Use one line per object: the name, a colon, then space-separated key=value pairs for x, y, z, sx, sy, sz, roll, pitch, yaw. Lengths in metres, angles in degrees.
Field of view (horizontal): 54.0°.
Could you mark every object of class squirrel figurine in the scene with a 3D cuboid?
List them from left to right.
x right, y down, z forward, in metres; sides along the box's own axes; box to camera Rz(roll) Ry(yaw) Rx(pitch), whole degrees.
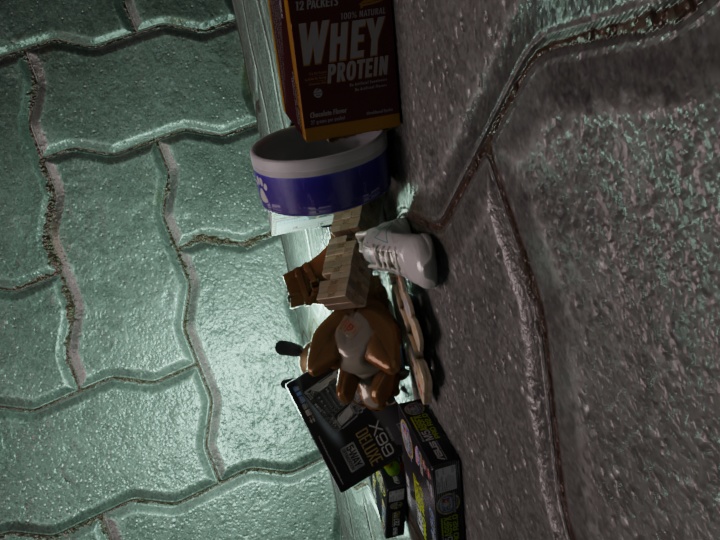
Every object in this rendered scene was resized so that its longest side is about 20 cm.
squirrel figurine: x=0.016 y=0.116 z=1.093 sx=0.187 sy=0.139 sz=0.204 roll=57 pitch=-153 yaw=-52

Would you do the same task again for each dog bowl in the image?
dog bowl: x=-0.055 y=-0.152 z=1.010 sx=0.201 sy=0.196 sz=0.080 roll=-122 pitch=20 yaw=-62

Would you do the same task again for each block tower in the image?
block tower: x=-0.013 y=-0.037 z=1.044 sx=0.054 sy=0.057 sz=0.204 roll=43 pitch=-131 yaw=-45

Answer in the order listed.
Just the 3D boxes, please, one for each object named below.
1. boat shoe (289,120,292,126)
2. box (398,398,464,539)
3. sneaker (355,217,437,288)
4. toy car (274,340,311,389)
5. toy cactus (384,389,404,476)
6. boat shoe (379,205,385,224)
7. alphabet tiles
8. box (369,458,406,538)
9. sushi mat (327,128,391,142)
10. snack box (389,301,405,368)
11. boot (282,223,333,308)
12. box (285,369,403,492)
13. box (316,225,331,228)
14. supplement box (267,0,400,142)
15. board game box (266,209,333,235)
boat shoe: x=-0.124 y=-0.338 z=1.550 sx=0.200 sy=0.061 sz=0.074 roll=130 pitch=128 yaw=-77
box: x=0.107 y=0.323 z=1.064 sx=0.161 sy=0.043 sz=0.204 roll=-124 pitch=25 yaw=-63
sneaker: x=0.048 y=-0.018 z=0.934 sx=0.200 sy=0.078 sz=0.072 roll=-136 pitch=38 yaw=-70
toy car: x=-0.078 y=0.180 z=1.477 sx=0.158 sy=0.196 sz=0.168 roll=-132 pitch=32 yaw=-69
toy cactus: x=0.009 y=0.281 z=1.261 sx=0.102 sy=0.162 sz=0.204 roll=-22 pitch=84 yaw=58
boat shoe: x=-0.012 y=-0.131 z=1.159 sx=0.074 sy=0.065 sz=0.204 roll=101 pitch=156 yaw=-64
alphabet tiles: x=0.069 y=0.090 z=1.039 sx=0.197 sy=0.014 sz=0.203 roll=83 pitch=171 yaw=-61
box: x=0.052 y=0.427 z=1.452 sx=0.203 sy=0.048 sz=0.163 roll=89 pitch=168 yaw=-45
sushi mat: x=-0.022 y=-0.224 z=1.037 sx=0.201 sy=0.094 sz=0.012 roll=-121 pitch=21 yaw=-62
snack box: x=0.032 y=0.116 z=1.264 sx=0.200 sy=0.036 sz=0.119 roll=164 pitch=96 yaw=-79
boot: x=-0.087 y=-0.012 z=1.447 sx=0.077 sy=0.152 sz=0.203 roll=-113 pitch=16 yaw=-47
box: x=-0.015 y=0.245 z=1.203 sx=0.203 sy=0.156 sz=0.050 roll=62 pitch=168 yaw=6
box: x=-0.098 y=-0.198 z=1.606 sx=0.159 sy=0.045 sz=0.205 roll=-166 pitch=66 yaw=-79
supplement box: x=-0.042 y=-0.304 z=0.959 sx=0.200 sy=0.130 sz=0.201 roll=-122 pitch=23 yaw=-63
board game box: x=-0.109 y=-0.163 z=1.395 sx=0.200 sy=0.156 sz=0.099 roll=112 pitch=145 yaw=-70
